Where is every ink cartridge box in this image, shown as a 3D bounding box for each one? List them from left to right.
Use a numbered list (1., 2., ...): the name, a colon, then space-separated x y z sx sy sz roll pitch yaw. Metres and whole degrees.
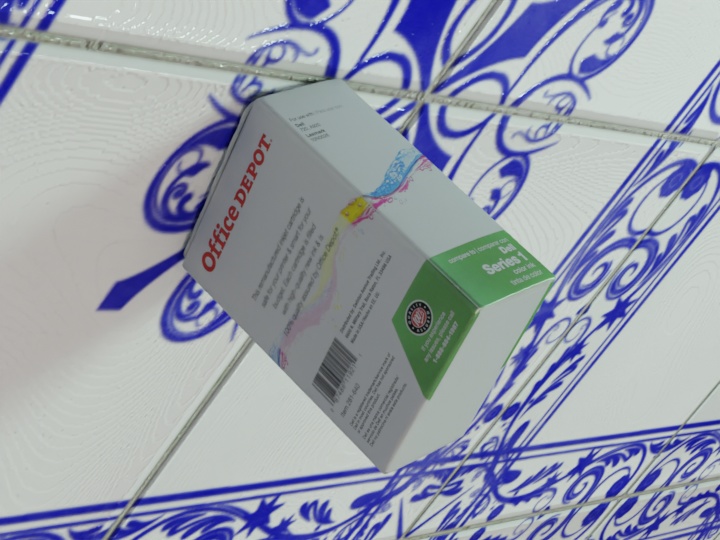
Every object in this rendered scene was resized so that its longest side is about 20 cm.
1. ink cartridge box: 0.000 0.000 1.231 0.084 0.200 0.145 -21 147 -46
